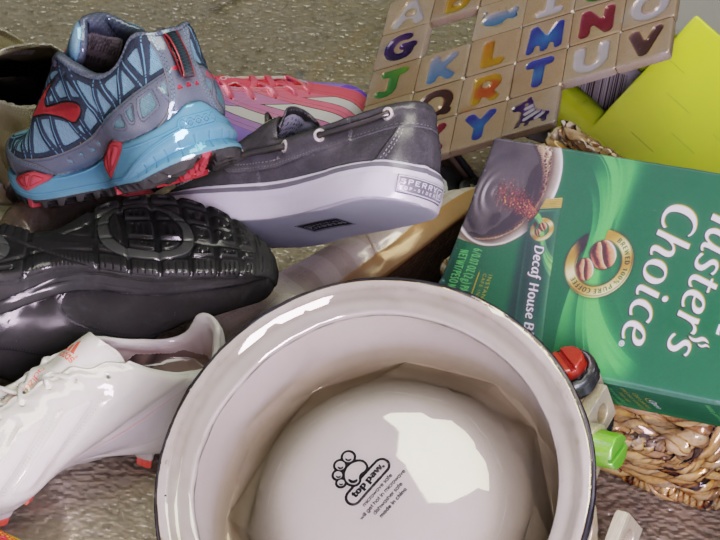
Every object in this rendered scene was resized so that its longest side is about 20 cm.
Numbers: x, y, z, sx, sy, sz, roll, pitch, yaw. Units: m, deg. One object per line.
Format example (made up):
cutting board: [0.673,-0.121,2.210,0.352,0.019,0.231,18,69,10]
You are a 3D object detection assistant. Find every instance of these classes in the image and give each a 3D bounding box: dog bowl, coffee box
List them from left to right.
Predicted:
dog bowl: [0.012,0.108,1.345,0.200,0.074,0.200,-4,66,9]
coffee box: [0.139,0.006,1.473,0.200,0.123,0.044,13,-17,32]

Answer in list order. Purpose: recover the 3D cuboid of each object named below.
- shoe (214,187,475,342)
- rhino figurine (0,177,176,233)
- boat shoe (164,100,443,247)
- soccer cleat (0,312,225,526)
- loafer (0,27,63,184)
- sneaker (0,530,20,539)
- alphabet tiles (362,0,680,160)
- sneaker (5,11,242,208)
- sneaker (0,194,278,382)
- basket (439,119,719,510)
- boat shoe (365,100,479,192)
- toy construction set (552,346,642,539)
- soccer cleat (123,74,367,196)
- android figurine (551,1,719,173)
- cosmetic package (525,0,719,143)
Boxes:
shoe: [0.000,0.000,1.582,0.053,0.070,0.200,37,48,24]
rhino figurine: [-0.177,-0.014,1.623,0.200,0.060,0.087,-8,29,-23]
boat shoe: [-0.032,-0.054,1.543,0.070,0.066,0.200,16,-16,-37]
soccer cleat: [-0.152,0.070,1.458,0.200,0.078,0.069,-15,36,-34]
loafer: [-0.205,-0.109,1.776,0.076,0.068,0.200,-9,33,-27]
sneaker: [-0.225,0.125,1.371,0.200,0.073,0.077,28,19,21]
alphabet tiles: [0.093,-0.130,1.719,0.200,0.008,0.167,-15,37,25]
sneaker: [-0.128,-0.089,1.558,0.079,0.096,0.200,-15,5,-34]
sneaker: [-0.140,0.017,1.526,0.200,0.091,0.076,-5,33,4]
basket: [0.156,0.043,1.564,0.200,0.143,0.149,36,-4,35]
boat shoe: [0.044,-0.034,1.705,0.074,0.060,0.200,-4,31,-17]
toy construction set: [0.052,0.096,1.427,0.200,0.092,0.131,20,54,20]
soccer cleat: [-0.075,-0.091,1.751,0.200,0.077,0.067,-20,11,-35]
android figurine: [0.198,-0.060,1.698,0.200,0.182,0.041,46,3,15]
cosmetic package: [0.193,-0.125,1.844,0.108,0.085,0.200,21,21,29]
